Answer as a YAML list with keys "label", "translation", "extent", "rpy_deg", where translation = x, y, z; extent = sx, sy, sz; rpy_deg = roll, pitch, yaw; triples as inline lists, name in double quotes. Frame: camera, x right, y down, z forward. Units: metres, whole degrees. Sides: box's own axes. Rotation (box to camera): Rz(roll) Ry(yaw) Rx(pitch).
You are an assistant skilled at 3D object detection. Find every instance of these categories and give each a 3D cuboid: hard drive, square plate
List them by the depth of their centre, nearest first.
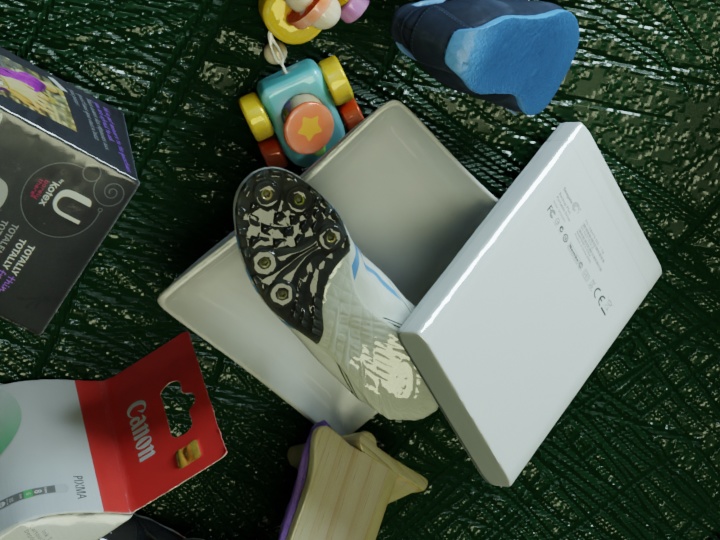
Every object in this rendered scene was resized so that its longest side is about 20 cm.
- label: "hard drive"
  translation: [0.112, 0.020, 1.456]
  extent: [0.200, 0.027, 0.132]
  rpy_deg: [-51, 124, -31]
- label: "square plate"
  translation: [0.000, 0.000, 1.463]
  extent: [0.198, 0.028, 0.200]
  rpy_deg: [-40, 132, 11]

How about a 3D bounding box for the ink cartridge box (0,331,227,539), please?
- label: "ink cartridge box"
  translation: [-0.190, 0.114, 1.425]
  extent: [0.199, 0.161, 0.050]
  rpy_deg: [-34, 121, 5]

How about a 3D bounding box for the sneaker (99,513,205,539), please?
- label: "sneaker"
  translation: [-0.105, 0.221, 1.530]
  extent: [0.200, 0.079, 0.079]
  rpy_deg: [37, 59, -31]

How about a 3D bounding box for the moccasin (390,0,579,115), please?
- label: "moccasin"
  translation: [0.078, -0.143, 1.373]
  extent: [0.068, 0.200, 0.081]
  rpy_deg: [25, 95, 20]

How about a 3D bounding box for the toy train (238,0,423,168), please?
- label: "toy train"
  translation: [0.006, -0.137, 1.410]
  extent: [0.149, 0.056, 0.201]
  rpy_deg: [11, 111, -17]

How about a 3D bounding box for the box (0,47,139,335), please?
- label: "box"
  translation: [-0.248, -0.071, 1.356]
  extent: [0.199, 0.106, 0.122]
  rpy_deg: [29, 108, -23]

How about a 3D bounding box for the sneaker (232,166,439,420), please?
- label: "sneaker"
  translation: [-0.018, 0.014, 1.408]
  extent: [0.072, 0.072, 0.200]
  rpy_deg: [-39, 118, -2]

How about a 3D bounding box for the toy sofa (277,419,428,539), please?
- label: "toy sofa"
  translation: [-0.040, 0.203, 1.482]
  extent: [0.097, 0.083, 0.201]
  rpy_deg: [33, 61, -28]
